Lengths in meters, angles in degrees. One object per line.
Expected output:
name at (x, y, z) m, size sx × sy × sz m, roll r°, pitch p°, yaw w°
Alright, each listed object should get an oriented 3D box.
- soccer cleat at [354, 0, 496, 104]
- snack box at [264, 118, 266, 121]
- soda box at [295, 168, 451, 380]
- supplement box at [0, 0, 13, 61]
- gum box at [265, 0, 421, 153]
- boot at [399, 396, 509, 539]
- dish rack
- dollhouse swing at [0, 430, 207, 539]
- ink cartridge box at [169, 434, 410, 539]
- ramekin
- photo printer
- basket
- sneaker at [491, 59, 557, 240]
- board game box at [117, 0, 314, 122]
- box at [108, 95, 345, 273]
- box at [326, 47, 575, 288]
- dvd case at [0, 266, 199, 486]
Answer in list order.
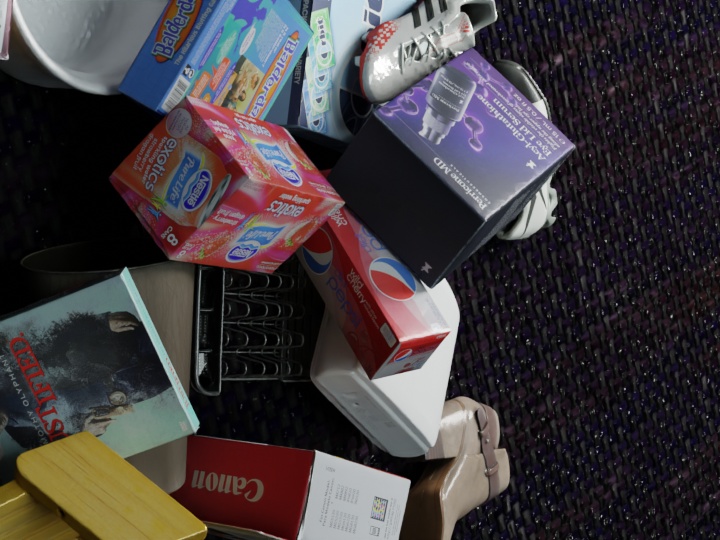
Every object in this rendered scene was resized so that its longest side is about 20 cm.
soccer cleat at (0.065, -0.224, 1.626) m, size 0.200 × 0.084 × 0.069 m, roll -45°, pitch 129°, yaw -46°
snack box at (-0.086, -0.224, 1.578) m, size 0.072 × 0.024 × 0.201 m, roll 51°, pitch 54°, yaw -44°
soda box at (0.000, 0.000, 1.537) m, size 0.070 × 0.064 × 0.201 m, roll -11°, pitch 60°, yaw -40°
supplement box at (-0.331, -0.262, 1.250) m, size 0.103 × 0.130 × 0.202 m, roll 9°, pitch 86°, yaw -46°
gum box at (-0.012, -0.206, 1.628) m, size 0.199 × 0.044 × 0.172 m, roll 14°, pitch 82°, yaw -57°
boot at (0.106, 0.238, 1.775) m, size 0.145 × 0.070 × 0.202 m, roll 0°, pitch 92°, yaw -49°
dish rack at (-0.096, 0.038, 1.564) m, size 0.199 × 0.054 × 0.155 m, roll 3°, pitch 90°, yaw -47°
dollhouse swing at (-0.244, 0.260, 1.284) m, size 0.176 × 0.181 × 0.201 m, roll -41°, pitch 159°, yaw -40°
ink cartridge box at (-0.089, 0.199, 1.469) m, size 0.175 × 0.199 × 0.085 m, roll 24°, pitch 74°, yaw -45°
ramekin at (-0.241, -0.245, 1.370) m, size 0.199 × 0.097 × 0.203 m, roll -3°, pitch 94°, yaw -47°
photo printer at (0.031, 0.060, 1.651) m, size 0.167 × 0.069 × 0.201 m, roll 48°, pitch 43°, yaw -40°
basket at (-0.206, 0.084, 1.395) m, size 0.180 × 0.135 × 0.202 m, roll -27°, pitch 117°, yaw -66°
sneaker at (0.165, -0.129, 1.820) m, size 0.088 × 0.074 × 0.202 m, roll -28°, pitch 111°, yaw -44°
board game box at (-0.119, -0.182, 1.416) m, size 0.153 × 0.045 × 0.200 m, roll -60°, pitch 162°, yaw -4°
box at (-0.109, -0.068, 1.402) m, size 0.096 × 0.100 × 0.200 m, roll 51°, pitch 15°, yaw 17°
box at (0.086, -0.100, 1.563) m, size 0.148 × 0.104 × 0.200 m, roll 43°, pitch 40°, yaw 6°
dvd case at (-0.246, 0.097, 1.314) m, size 0.022 × 0.198 × 0.147 m, roll -75°, pitch 144°, yaw -70°
